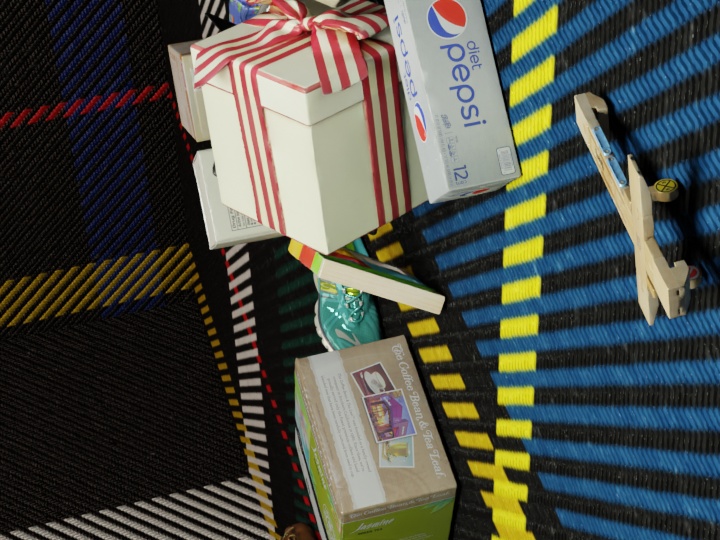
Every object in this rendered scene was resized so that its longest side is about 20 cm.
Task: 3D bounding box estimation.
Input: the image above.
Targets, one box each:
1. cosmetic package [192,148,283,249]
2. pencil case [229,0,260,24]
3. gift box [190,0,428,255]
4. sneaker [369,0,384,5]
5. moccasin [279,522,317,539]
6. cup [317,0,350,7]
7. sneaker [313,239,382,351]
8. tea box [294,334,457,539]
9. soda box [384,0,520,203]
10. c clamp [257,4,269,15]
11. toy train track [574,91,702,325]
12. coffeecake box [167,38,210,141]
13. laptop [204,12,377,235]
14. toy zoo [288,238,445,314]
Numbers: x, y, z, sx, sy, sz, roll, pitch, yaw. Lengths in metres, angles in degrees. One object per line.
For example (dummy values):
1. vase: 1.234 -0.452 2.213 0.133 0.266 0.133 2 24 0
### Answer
1. cosmetic package: -0.070 -0.091 1.760 0.087 0.199 0.104 156 104 -79
2. pencil case: -0.138 -0.326 2.182 0.200 0.078 0.087 100 -175 -64
3. gift box: -0.037 -0.139 1.464 0.184 0.200 0.188 21 130 39
4. sneaker: -0.011 -0.268 1.649 0.085 0.074 0.201 104 144 -53
5. moccasin: -0.113 0.500 2.949 0.201 0.077 0.074 -138 38 -72
6. cup: -0.024 -0.309 1.399 0.144 0.200 0.200 54 169 -2
7. sneaker: -0.017 0.021 1.961 0.080 0.077 0.201 128 130 -65
8. tea box: 0.012 0.214 1.844 0.197 0.133 0.201 94 161 -53
9. soda box: 0.070 -0.160 1.329 0.068 0.063 0.201 148 110 -77
10. c clamp: -0.050 -0.299 1.564 0.201 0.027 0.171 -60 -2 14
11. toy train track: 0.173 -0.047 1.018 0.200 0.032 0.115 -106 3 -50
12. coffeecake box: -0.286 -0.325 2.975 0.200 0.073 0.154 -135 35 -71
13. laptop: -0.070 -0.149 1.655 0.116 0.186 0.201 -15 60 57
14. toy zoo: 0.000 0.000 1.705 0.200 0.131 0.021 -144 73 -73
